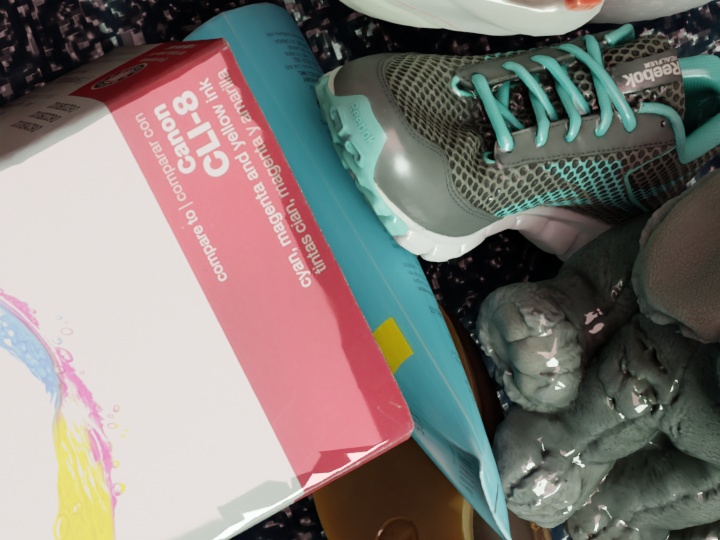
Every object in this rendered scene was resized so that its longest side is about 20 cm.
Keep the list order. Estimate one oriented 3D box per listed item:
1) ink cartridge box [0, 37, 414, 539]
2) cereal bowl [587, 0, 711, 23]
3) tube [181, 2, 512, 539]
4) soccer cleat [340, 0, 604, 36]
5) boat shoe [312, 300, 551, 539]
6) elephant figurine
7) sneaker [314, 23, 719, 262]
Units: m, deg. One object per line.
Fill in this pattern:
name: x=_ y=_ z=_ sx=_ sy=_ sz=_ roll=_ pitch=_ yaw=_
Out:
ink cartridge box: x=-0.117 y=0.032 z=0.942 sx=0.200 sy=0.145 sz=0.145 roll=-29 pitch=102 yaw=-15
cereal bowl: x=0.089 y=-0.171 z=0.990 sx=0.200 sy=0.083 sz=0.200 roll=-3 pitch=118 yaw=-6
tube: x=0.000 y=0.000 z=0.971 sx=0.050 sy=0.077 sz=0.200 roll=-32 pitch=64 yaw=2
soccer cleat: x=-0.011 y=-0.117 z=0.923 sx=0.200 sy=0.078 sz=0.069 roll=20 pitch=73 yaw=-28
boat shoe: x=0.031 y=0.100 z=1.009 sx=0.070 sy=0.070 sz=0.200 roll=35 pitch=39 yaw=-48
elephant figurine: x=0.144 y=0.031 z=0.937 sx=0.141 sy=0.200 sz=0.155 roll=1 pitch=79 yaw=-35
sneaker: x=0.063 y=-0.053 z=0.983 sx=0.200 sy=0.091 sz=0.078 roll=0 pitch=59 yaw=-57
